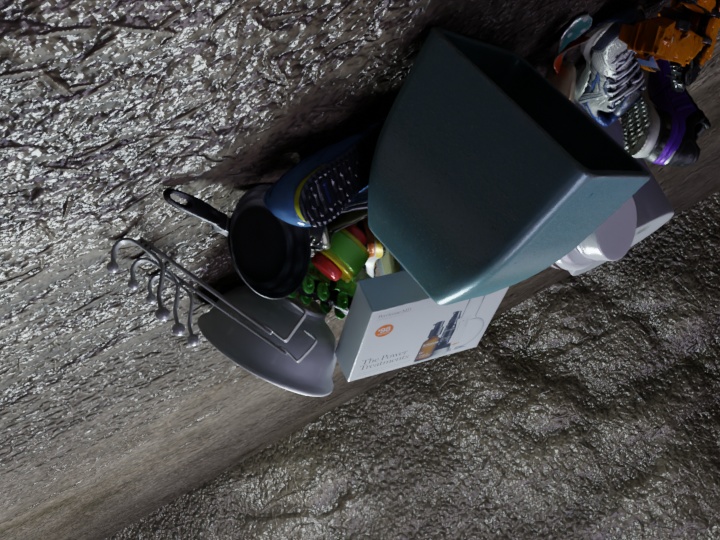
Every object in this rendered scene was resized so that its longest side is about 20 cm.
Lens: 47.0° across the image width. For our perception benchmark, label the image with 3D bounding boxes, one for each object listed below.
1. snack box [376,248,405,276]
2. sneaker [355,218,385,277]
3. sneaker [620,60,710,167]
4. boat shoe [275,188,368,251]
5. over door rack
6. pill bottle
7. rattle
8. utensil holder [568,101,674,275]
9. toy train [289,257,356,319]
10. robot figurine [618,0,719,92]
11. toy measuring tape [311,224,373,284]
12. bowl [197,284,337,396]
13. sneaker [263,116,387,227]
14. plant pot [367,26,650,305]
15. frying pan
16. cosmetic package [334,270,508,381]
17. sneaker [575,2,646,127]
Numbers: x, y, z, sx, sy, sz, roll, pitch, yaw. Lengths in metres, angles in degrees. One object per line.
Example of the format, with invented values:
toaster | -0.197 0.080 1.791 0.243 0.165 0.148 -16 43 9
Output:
snack box | 0.047 -0.028 1.094 0.036 0.118 0.200 -12 165 -6
sneaker | -0.024 -0.018 1.125 0.088 0.071 0.200 -11 162 -12
sneaker | 0.378 -0.197 1.018 0.098 0.202 0.070 17 142 -5
boat shoe | -0.050 -0.055 0.913 0.199 0.067 0.072 -30 167 0
over door rack | -0.147 0.044 0.830 0.148 0.197 0.068 87 26 -76
pill bottle | 0.203 -0.061 0.931 0.108 0.111 0.198 -18 -162 -37
rattle | 0.186 -0.204 0.943 0.131 0.141 0.200 -58 155 -14
utensil holder | 0.300 -0.119 1.117 0.168 0.202 0.170 -26 166 -7
toy train | -0.063 0.010 1.025 0.041 0.057 0.199 -13 154 35
robot figurine | 0.338 -0.269 0.874 0.199 0.058 0.148 -8 116 -56
toy measuring tape | 0.000 0.000 1.007 0.073 0.200 0.074 -34 -152 22
bowl | -0.105 0.072 1.079 0.091 0.199 0.201 -61 160 6
sneaker | -0.014 -0.109 0.840 0.199 0.067 0.078 -34 -149 -32
plant pot | 0.119 -0.081 0.799 0.195 0.196 0.201 -8 142 -55
frying pan | -0.117 -0.024 0.815 0.031 0.117 0.188 -7 -178 40
cosmetic package | 0.077 0.057 1.030 0.197 0.052 0.152 -13 143 -24
sneaker | 0.299 -0.231 0.957 0.076 0.086 0.200 -28 166 -2
